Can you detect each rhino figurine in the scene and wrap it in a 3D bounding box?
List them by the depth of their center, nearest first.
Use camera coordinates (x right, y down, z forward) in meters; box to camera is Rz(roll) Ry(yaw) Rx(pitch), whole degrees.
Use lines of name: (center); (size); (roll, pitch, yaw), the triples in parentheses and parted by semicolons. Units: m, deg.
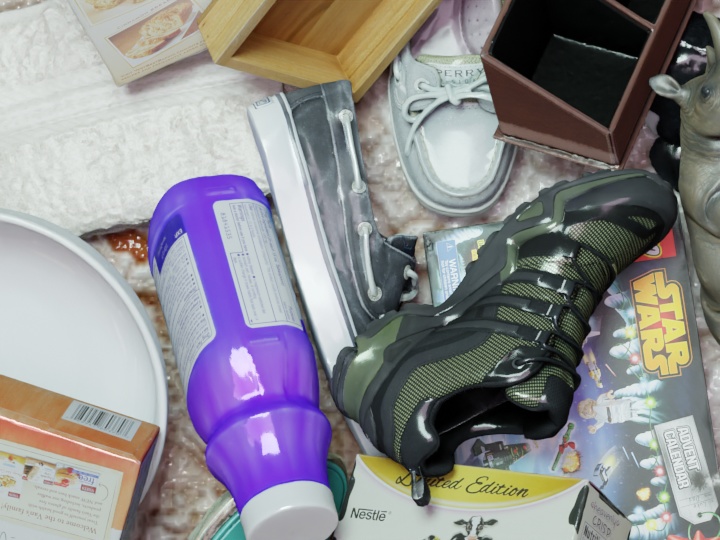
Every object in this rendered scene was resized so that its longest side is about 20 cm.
rhino figurine: (0.192, -0.036, 1.205); (0.060, 0.087, 0.201); (-24, 114, -17)

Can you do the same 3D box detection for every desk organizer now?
desk organizer: (0.132, -0.159, 1.222); (0.071, 0.077, 0.201); (17, 67, 20)

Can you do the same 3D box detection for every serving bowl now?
serving bowl: (-0.194, 0.057, 1.261); (0.199, 0.066, 0.201); (2, 106, 6)

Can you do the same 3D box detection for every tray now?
tray: (0.014, -0.174, 1.202); (0.200, 0.098, 0.037); (-49, 49, 29)

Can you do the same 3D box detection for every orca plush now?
orca plush: (0.207, -0.073, 1.243); (0.105, 0.071, 0.200); (-39, 81, 1)

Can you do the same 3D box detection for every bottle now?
bottle: (-0.058, 0.048, 1.218); (0.065, 0.084, 0.201); (-6, 53, -18)

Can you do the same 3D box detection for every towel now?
towel: (-0.124, -0.088, 1.299); (0.199, 0.034, 0.133); (-13, 82, 5)

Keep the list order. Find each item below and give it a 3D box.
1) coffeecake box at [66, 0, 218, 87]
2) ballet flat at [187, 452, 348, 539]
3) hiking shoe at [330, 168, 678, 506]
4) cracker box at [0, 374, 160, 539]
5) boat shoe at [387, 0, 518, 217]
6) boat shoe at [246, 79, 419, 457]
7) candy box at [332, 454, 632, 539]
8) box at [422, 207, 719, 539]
coffeecake box: (-0.143, -0.214, 1.209); (0.073, 0.200, 0.154); (-24, 60, 2)
ballet flat: (-0.083, 0.168, 1.253); (0.067, 0.062, 0.200); (38, 86, -33)
hiking shoe: (0.088, 0.035, 1.186); (0.200, 0.076, 0.101); (-38, 56, -1)
cracker box: (-0.194, 0.156, 1.225); (0.133, 0.058, 0.201); (18, 107, 1)
boat shoe: (0.052, -0.131, 1.269); (0.074, 0.065, 0.203); (5, 84, 7)
boat shoe: (0.000, 0.000, 1.251); (0.067, 0.072, 0.201); (-17, 92, -3)
candy box: (0.039, 0.196, 1.161); (0.136, 0.061, 0.201); (3, 65, 32)
box: (0.113, 0.070, 1.253); (0.136, 0.040, 0.201); (-9, 83, 4)
